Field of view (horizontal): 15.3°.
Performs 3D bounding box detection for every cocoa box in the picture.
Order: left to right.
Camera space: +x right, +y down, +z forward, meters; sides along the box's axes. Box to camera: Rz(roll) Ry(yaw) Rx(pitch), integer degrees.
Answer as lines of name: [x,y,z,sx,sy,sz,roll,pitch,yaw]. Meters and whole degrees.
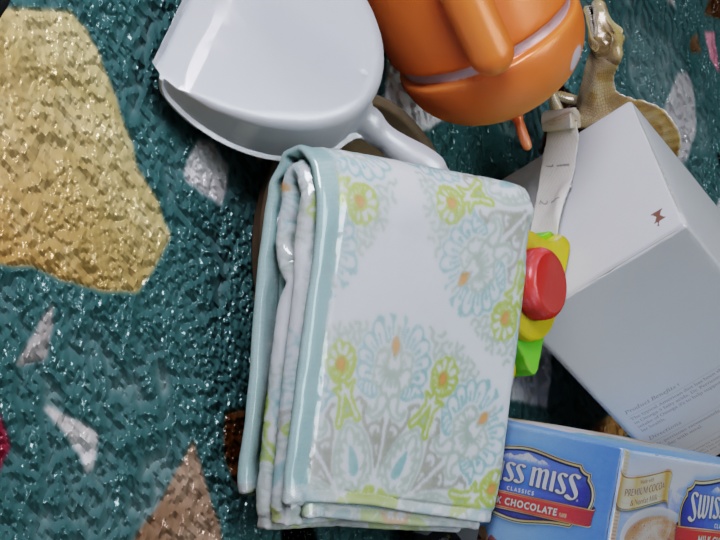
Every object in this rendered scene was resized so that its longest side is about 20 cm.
cocoa box: [0.136,0.161,1.559,0.200,0.133,0.132,13,87,-54]

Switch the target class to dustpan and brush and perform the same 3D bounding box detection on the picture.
dustpan and brush: [-0.015,-0.099,1.443,0.200,0.057,0.140,31,60,-15]

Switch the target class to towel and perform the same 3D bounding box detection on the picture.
towel: [0.014,0.042,1.433,0.171,0.048,0.201,9,88,-46]

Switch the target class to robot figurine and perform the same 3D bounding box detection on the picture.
robot figurine: [0.056,-0.169,1.523,0.117,0.144,0.200,-40,117,-28]

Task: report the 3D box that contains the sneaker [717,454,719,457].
sneaker: [0.230,0.053,1.792,0.085,0.077,0.201,-44,120,-44]

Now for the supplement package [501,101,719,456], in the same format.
supplement package: [0.181,0.015,1.653,0.200,0.117,0.118,45,20,-42]

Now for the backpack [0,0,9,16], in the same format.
backpack: [-0.259,-0.127,1.040,0.200,0.163,0.154,27,77,-44]

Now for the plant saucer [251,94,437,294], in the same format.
plant saucer: [0.000,0.000,1.501,0.200,0.029,0.201,13,74,-53]

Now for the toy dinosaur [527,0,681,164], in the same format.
toy dinosaur: [0.161,-0.074,1.685,0.200,0.101,0.058,59,41,-31]

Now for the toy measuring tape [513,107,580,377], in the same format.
toy measuring tape: [0.089,-0.023,1.553,0.074,0.073,0.201,43,50,-43]
